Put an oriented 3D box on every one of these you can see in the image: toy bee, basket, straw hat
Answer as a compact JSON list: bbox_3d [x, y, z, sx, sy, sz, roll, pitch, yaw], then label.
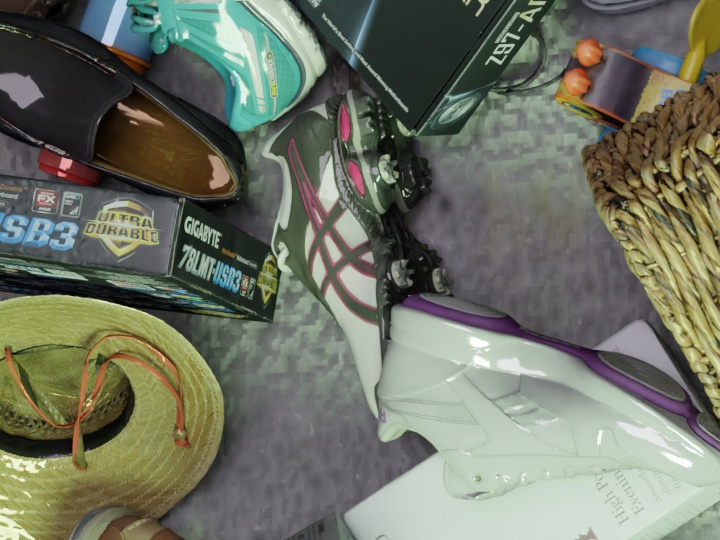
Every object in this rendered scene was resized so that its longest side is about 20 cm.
[{"bbox_3d":[0.149,-0.086,1.477,0.198,0.109,0.132,0,83,14],"label":"toy bee"},{"bbox_3d":[0.225,-0.004,1.390,0.148,0.143,0.201,-29,106,8],"label":"basket"},{"bbox_3d":[-0.173,0.063,1.542,0.200,0.202,0.085,-16,38,11],"label":"straw hat"}]

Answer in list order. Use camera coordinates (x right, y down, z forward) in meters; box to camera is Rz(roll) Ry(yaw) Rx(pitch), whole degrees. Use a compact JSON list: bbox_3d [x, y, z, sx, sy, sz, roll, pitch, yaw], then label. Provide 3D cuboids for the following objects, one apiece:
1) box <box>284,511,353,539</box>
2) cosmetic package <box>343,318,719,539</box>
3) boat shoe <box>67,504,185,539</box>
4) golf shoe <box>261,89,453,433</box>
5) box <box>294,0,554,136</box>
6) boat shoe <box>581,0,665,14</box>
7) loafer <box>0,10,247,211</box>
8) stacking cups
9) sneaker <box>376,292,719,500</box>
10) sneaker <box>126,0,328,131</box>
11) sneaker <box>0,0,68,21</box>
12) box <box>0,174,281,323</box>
[{"bbox_3d":[-0.003,0.247,1.422,0.101,0.113,0.201,-31,99,2],"label":"box"},{"bbox_3d":[0.102,0.124,1.474,0.199,0.074,0.102,-35,74,5],"label":"cosmetic package"},{"bbox_3d":[-0.142,0.234,1.508,0.071,0.076,0.202,9,86,34],"label":"boat shoe"},{"bbox_3d":[0.000,0.000,1.529,0.088,0.077,0.202,-18,71,28],"label":"golf shoe"},{"bbox_3d":[0.025,-0.200,1.516,0.200,0.043,0.161,50,121,23],"label":"box"},{"bbox_3d":[0.209,-0.195,1.500,0.199,0.067,0.074,-25,76,9],"label":"boat shoe"},{"bbox_3d":[-0.150,-0.092,1.527,0.199,0.072,0.073,22,92,-14],"label":"loafer"},{"bbox_3d":[-0.140,-0.148,1.593,0.060,0.060,0.201,21,92,16],"label":"stacking cups"},{"bbox_3d":[0.099,0.084,1.417,0.199,0.075,0.100,20,99,22],"label":"sneaker"},{"bbox_3d":[-0.102,-0.164,1.530,0.080,0.077,0.200,-42,106,-3],"label":"sneaker"},{"bbox_3d":[-0.210,-0.141,1.594,0.199,0.070,0.076,-32,88,26],"label":"sneaker"},{"bbox_3d":[-0.163,-0.015,1.498,0.198,0.198,0.050,7,84,16],"label":"box"}]
